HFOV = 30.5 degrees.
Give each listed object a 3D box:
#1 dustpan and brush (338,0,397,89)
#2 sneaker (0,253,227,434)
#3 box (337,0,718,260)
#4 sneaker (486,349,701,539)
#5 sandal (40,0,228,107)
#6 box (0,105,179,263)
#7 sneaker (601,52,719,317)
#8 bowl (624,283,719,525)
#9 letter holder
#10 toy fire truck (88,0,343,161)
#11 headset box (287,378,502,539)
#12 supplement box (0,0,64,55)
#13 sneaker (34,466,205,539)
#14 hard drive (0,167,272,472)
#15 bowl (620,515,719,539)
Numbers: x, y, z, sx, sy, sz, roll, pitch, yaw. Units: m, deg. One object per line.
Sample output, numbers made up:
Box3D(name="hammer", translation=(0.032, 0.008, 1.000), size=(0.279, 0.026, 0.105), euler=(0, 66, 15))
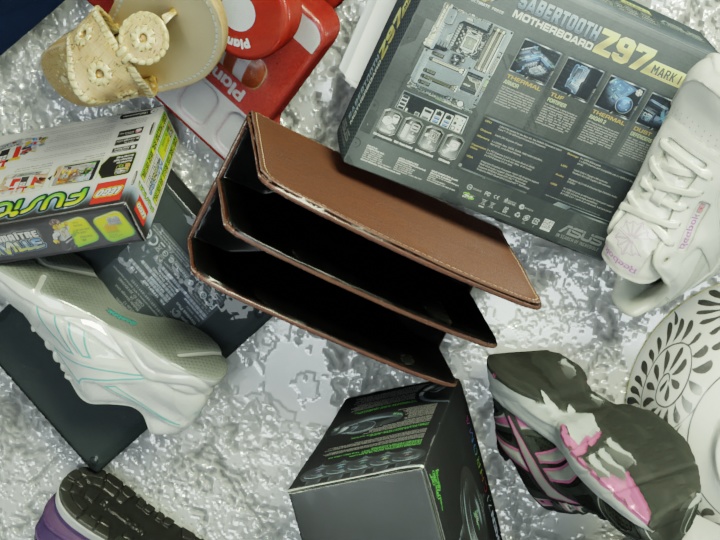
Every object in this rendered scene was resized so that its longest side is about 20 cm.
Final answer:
Box3D(name="dustpan and brush", translation=(0.104, -0.149, 0.872), size=(0.199, 0.057, 0.140), euler=(19, 105, -24))
Box3D(name="sneaker", translation=(-0.195, 0.049, 0.936), size=(0.200, 0.070, 0.081), euler=(32, 117, 6))
Box3D(name="box", translation=(0.106, -0.111, 0.841), size=(0.199, 0.051, 0.158), euler=(18, 118, -17))
Box3D(name="sneaker", translation=(0.152, 0.130, 0.877), size=(0.080, 0.200, 0.087), euler=(-9, 116, -19))
Box3D(name="sandal", translation=(-0.166, -0.131, 0.867), size=(0.211, 0.070, 0.078), euler=(-9, 125, 52))
Box3D(name="box", translation=(-0.235, -0.055, 0.929), size=(0.199, 0.110, 0.035), euler=(-8, 131, 16))
Box3D(name="sneaker", translation=(0.201, -0.042, 0.812), size=(0.075, 0.099, 0.201), euler=(42, 153, 30))
Box3D(name="bowl", translation=(0.277, 0.110, 0.878), size=(0.199, 0.094, 0.202), euler=(3, 103, 11))
Box3D(name="letter holder", translation=(0.000, 0.000, 0.851), size=(0.199, 0.142, 0.101), euler=(24, 106, -17))
Box3D(name="toy fire truck", translation=(-0.113, -0.183, 0.893), size=(0.200, 0.112, 0.168), euler=(41, 126, -1))
Box3D(name="headset box", translation=(0.033, 0.188, 0.887), size=(0.092, 0.200, 0.175), euler=(-13, 98, 14))
Box3D(name="supplement box", translation=(-0.339, -0.223, 0.887), size=(0.199, 0.134, 0.200), euler=(-35, 81, 15))
Box3D(name="sneaker", translation=(-0.162, 0.242, 1.013), size=(0.200, 0.076, 0.088), euler=(40, 121, 5))
Box3D(name="hard drive", translation=(-0.173, 0.037, 0.981), size=(0.200, 0.033, 0.140), euler=(-41, 92, 16))
Box3D(name="bowl", translation=(0.214, 0.248, 0.895), size=(0.199, 0.075, 0.200), euler=(32, 121, -22))
